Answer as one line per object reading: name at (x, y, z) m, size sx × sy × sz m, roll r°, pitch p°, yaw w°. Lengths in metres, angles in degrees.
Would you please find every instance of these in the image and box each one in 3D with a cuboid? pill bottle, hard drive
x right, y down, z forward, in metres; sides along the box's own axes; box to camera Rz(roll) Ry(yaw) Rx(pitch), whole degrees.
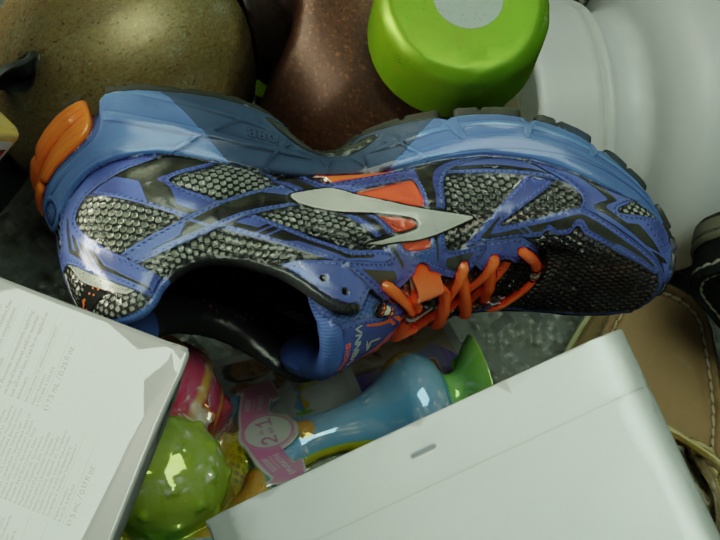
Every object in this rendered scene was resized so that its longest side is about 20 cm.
pill bottle at (0.140, -0.056, 0.947) m, size 0.199 × 0.111 × 0.112 m, roll -1°, pitch 64°, yaw -19°
hard drive at (0.056, 0.134, 0.733) m, size 0.131 × 0.026 × 0.201 m, roll -24°, pitch 77°, yaw -1°

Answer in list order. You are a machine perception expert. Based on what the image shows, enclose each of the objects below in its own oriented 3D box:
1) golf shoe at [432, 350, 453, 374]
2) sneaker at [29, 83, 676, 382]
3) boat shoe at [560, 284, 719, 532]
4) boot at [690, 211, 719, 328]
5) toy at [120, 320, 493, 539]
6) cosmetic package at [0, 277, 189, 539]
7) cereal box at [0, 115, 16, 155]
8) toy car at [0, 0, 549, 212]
golf shoe at (0.002, 0.114, 0.837) m, size 0.096 × 0.078 × 0.201 m, roll 3°, pitch 62°, yaw -11°
sneaker at (0.000, 0.000, 0.790) m, size 0.198 × 0.076 × 0.079 m, roll 2°, pitch 55°, yaw -12°
boat shoe at (0.095, 0.085, 0.885) m, size 0.074 × 0.066 × 0.201 m, roll 17°, pitch 60°, yaw -10°
boot at (0.176, 0.086, 0.886) m, size 0.203 × 0.073 × 0.154 m, roll 37°, pitch 58°, yaw -23°
toy at (-0.054, 0.051, 0.802) m, size 0.199 × 0.047 × 0.115 m, roll -11°, pitch 34°, yaw -11°
cosmetic package at (-0.120, 0.102, 0.714) m, size 0.082 × 0.051 × 0.201 m, roll 22°, pitch 69°, yaw -2°
cereal box at (-0.218, -0.016, 0.777) m, size 0.144 × 0.040 × 0.200 m, roll 43°, pitch 99°, yaw 8°
toy car at (-0.061, -0.054, 0.859) m, size 0.199 × 0.164 × 0.158 m, roll -25°, pitch 72°, yaw -17°
